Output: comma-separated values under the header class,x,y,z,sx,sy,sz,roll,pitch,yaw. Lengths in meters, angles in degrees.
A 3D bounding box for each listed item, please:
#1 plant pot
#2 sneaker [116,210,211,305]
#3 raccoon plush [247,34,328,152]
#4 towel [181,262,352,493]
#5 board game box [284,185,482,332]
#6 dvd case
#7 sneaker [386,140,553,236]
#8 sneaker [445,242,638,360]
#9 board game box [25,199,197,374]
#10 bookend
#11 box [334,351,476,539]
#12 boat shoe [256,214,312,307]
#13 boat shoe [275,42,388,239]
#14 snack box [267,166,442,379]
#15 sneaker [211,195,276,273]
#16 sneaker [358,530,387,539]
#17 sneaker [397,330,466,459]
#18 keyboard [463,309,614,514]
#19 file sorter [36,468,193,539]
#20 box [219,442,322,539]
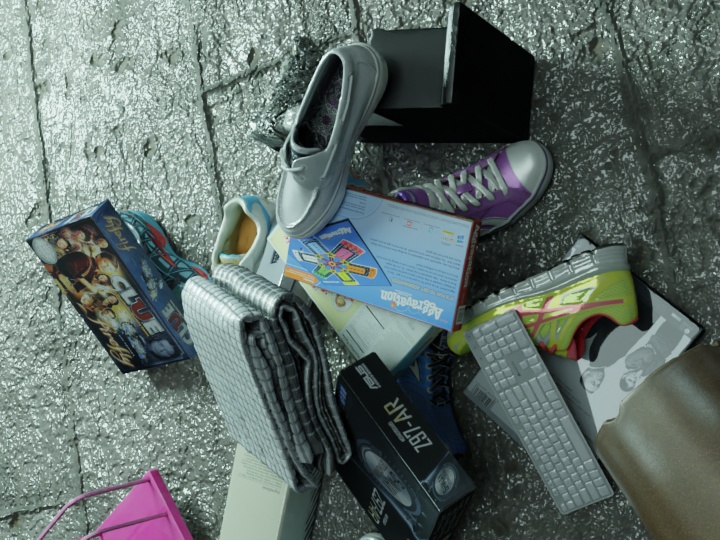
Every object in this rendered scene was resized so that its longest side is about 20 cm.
class,x,y,z,sx,sy,sz,roll,pitch,yaw
plant pot,0.311,0.181,0.878,0.200,0.200,0.199,-47,58,16
sneaker,-0.253,0.003,1.252,0.200,0.095,0.080,42,104,26
raccoon plush,-0.042,-0.190,1.120,0.200,0.096,0.135,10,78,69
towel,-0.088,0.099,1.038,0.165,0.085,0.201,22,135,57
board game box,0.016,-0.019,0.998,0.199,0.019,0.104,18,102,33
dvd case,0.212,0.089,1.028,0.150,0.025,0.201,42,105,26
sneaker,0.095,-0.069,1.061,0.200,0.114,0.073,-34,68,20
sneaker,0.171,0.049,1.000,0.199,0.078,0.091,-26,83,29
board game box,-0.281,0.024,1.220,0.135,0.035,0.201,-15,115,40
bookend,0.046,-0.188,1.051,0.198,0.198,0.093,4,88,30
box,0.033,0.193,1.028,0.043,0.201,0.161,-28,66,-21
boat shoe,-0.057,-0.027,1.165,0.071,0.070,0.201,-10,54,46
boat shoe,-0.040,-0.115,0.973,0.072,0.068,0.201,45,121,24
snack box,0.000,0.000,1.047,0.200,0.037,0.116,52,122,20
sneaker,-0.136,0.015,1.196,0.076,0.081,0.202,4,87,27
sneaker,-0.026,0.366,1.097,0.075,0.077,0.202,22,96,27
sneaker,0.061,0.098,1.080,0.089,0.078,0.201,-33,70,24
keyboard,0.167,0.134,0.990,0.056,0.011,0.201,-26,96,27
file sorter,-0.265,0.356,1.186,0.139,0.125,0.201,-47,65,31
box,-0.100,0.273,1.153,0.082,0.068,0.202,12,90,30
